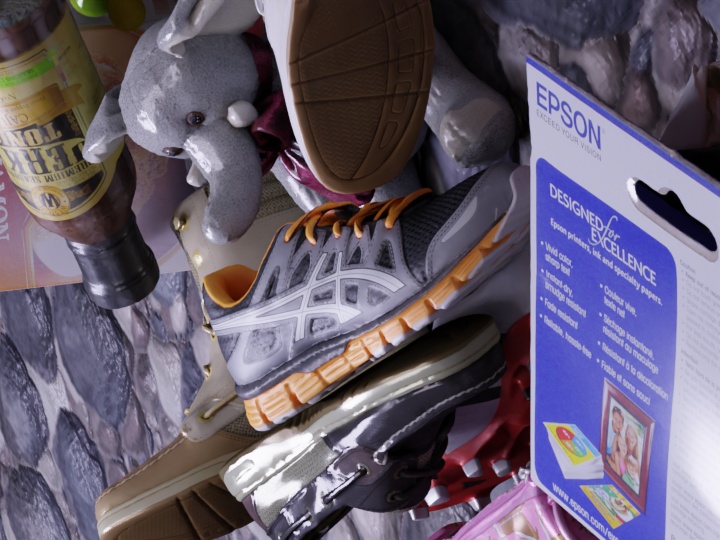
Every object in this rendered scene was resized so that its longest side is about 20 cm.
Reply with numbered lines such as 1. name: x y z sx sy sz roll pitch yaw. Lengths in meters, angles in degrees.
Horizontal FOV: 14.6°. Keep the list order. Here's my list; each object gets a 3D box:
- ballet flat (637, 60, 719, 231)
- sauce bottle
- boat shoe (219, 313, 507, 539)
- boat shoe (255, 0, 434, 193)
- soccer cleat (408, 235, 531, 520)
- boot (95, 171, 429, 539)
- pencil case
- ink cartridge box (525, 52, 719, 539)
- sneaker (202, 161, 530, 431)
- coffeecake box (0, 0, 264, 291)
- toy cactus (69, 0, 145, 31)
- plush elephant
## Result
1. ballet flat: 0.163 -0.050 1.075 0.200 0.068 0.069 -7 91 57
2. sauce bottle: -0.151 -0.064 1.428 0.065 0.065 0.200 40 159 48
3. boat shoe: 0.010 0.081 1.311 0.201 0.072 0.066 -33 90 48
4. boat shoe: -0.015 -0.136 1.248 0.069 0.070 0.201 -151 52 -63
5. soccer cleat: 0.059 0.049 1.343 0.200 0.068 0.085 119 137 -53
6. boot: -0.071 0.042 1.458 0.156 0.199 0.073 60 -175 25
7. pencil case: 0.088 0.133 1.312 0.087 0.083 0.200 63 154 11
8. ink cartridge box: 0.131 0.039 1.053 0.198 0.047 0.201 41 140 49
9. sneaker: 0.000 0.000 1.267 0.200 0.078 0.077 -34 88 35
10. coffeecake box: -0.151 -0.076 1.506 0.073 0.199 0.154 -111 16 -58
11. toy cactus: -0.102 -0.182 1.367 0.102 0.165 0.200 45 125 -4
12. plush elephant: -0.043 -0.077 1.351 0.201 0.154 0.165 62 153 18
